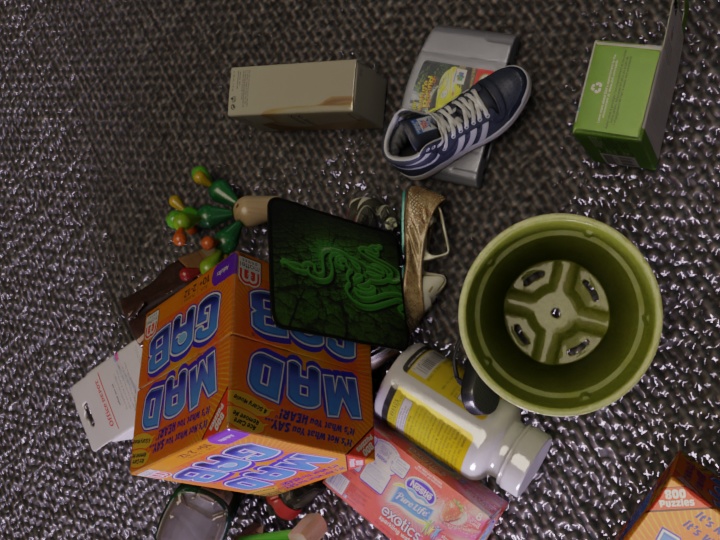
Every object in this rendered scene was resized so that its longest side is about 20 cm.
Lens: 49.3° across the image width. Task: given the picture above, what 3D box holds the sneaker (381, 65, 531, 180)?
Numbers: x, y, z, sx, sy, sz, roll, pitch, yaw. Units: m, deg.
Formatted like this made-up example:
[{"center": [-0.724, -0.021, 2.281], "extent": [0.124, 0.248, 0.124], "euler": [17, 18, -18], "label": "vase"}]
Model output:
[{"center": [0.113, -0.185, 0.954], "extent": [0.199, 0.108, 0.070], "euler": [-36, 72, 19], "label": "sneaker"}]

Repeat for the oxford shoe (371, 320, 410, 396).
[{"center": [0.003, 0.124, 1.030], "extent": [0.200, 0.084, 0.073], "euler": [-36, 28, 37], "label": "oxford shoe"}]

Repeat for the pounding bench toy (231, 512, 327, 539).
[{"center": [-0.122, 0.392, 1.017], "extent": [0.155, 0.124, 0.202], "euler": [11, 104, 26], "label": "pounding bench toy"}]

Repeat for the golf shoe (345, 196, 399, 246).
[{"center": [0.000, 0.000, 1.059], "extent": [0.088, 0.077, 0.202], "euler": [-138, 58, -60], "label": "golf shoe"}]

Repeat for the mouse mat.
[{"center": [-0.024, 0.006, 0.920], "extent": [0.008, 0.199, 0.162], "euler": [-30, 56, 43], "label": "mouse mat"}]

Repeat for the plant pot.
[{"center": [0.217, 0.047, 0.869], "extent": [0.199, 0.184, 0.202], "euler": [0, 88, 13], "label": "plant pot"}]

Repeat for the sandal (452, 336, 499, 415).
[{"center": [0.138, 0.098, 0.924], "extent": [0.043, 0.201, 0.077], "euler": [-12, 118, 22], "label": "sandal"}]

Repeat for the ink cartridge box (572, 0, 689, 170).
[{"center": [0.310, -0.229, 0.882], "extent": [0.075, 0.148, 0.202], "euler": [12, 89, 27], "label": "ink cartridge box"}]

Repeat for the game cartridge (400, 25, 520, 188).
[{"center": [0.121, -0.219, 1.033], "extent": [0.132, 0.041, 0.202], "euler": [16, 92, 30], "label": "game cartridge"}]

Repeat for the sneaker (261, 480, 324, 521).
[{"center": [-0.110, 0.234, 1.080], "extent": [0.098, 0.071, 0.202], "euler": [-32, 75, 20], "label": "sneaker"}]

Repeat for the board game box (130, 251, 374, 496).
[{"center": [-0.125, 0.133, 0.924], "extent": [0.199, 0.199, 0.201], "euler": [-30, 51, 39], "label": "board game box"}]

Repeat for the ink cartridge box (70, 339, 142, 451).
[{"center": [-0.337, 0.180, 1.195], "extent": [0.199, 0.067, 0.117], "euler": [-32, 72, 18], "label": "ink cartridge box"}]

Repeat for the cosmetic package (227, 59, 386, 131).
[{"center": [-0.074, -0.240, 1.091], "extent": [0.198, 0.105, 0.072], "euler": [4, 88, 27], "label": "cosmetic package"}]

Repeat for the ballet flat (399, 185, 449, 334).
[{"center": [0.082, -0.009, 1.017], "extent": [0.065, 0.070, 0.202], "euler": [3, 90, 11], "label": "ballet flat"}]

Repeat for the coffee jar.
[{"center": [-0.203, 0.305, 1.051], "extent": [0.085, 0.200, 0.105], "euler": [25, 96, -1], "label": "coffee jar"}]

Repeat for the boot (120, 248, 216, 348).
[{"center": [-0.241, 0.068, 1.130], "extent": [0.166, 0.073, 0.200], "euler": [-34, 55, -8], "label": "boot"}]

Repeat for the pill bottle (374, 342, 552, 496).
[{"center": [0.124, 0.182, 0.950], "extent": [0.199, 0.111, 0.112], "euler": [31, 98, 25], "label": "pill bottle"}]

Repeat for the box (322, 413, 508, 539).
[{"center": [0.068, 0.275, 0.977], "extent": [0.199, 0.095, 0.103], "euler": [32, 99, 24], "label": "box"}]

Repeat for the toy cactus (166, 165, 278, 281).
[{"center": [-0.196, -0.071, 1.136], "extent": [0.163, 0.103, 0.201], "euler": [-9, 45, -4], "label": "toy cactus"}]

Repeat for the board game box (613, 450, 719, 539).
[{"center": [0.343, 0.333, 0.781], "extent": [0.200, 0.199, 0.201], "euler": [37, 101, 23], "label": "board game box"}]
